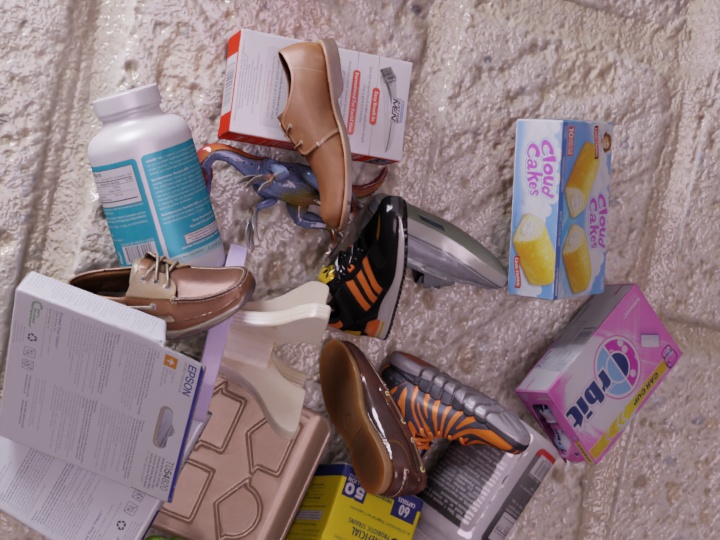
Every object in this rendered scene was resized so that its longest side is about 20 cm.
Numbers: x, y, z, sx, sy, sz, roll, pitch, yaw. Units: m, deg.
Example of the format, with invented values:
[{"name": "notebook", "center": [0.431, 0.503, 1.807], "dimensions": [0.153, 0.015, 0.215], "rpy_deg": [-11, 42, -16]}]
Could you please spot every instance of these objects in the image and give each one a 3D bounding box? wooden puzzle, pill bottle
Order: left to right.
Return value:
[{"name": "pill bottle", "center": [-0.215, -0.086, 1.333], "dimensions": [0.109, 0.111, 0.203], "rpy_deg": [-18, 102, -16]}, {"name": "wooden puzzle", "center": [-0.154, 0.211, 1.428], "dimensions": [0.198, 0.046, 0.187], "rpy_deg": [26, 87, -16]}, {"name": "pill bottle", "center": [0.131, 0.261, 1.495], "dimensions": [0.113, 0.114, 0.201], "rpy_deg": [37, 84, -19]}]

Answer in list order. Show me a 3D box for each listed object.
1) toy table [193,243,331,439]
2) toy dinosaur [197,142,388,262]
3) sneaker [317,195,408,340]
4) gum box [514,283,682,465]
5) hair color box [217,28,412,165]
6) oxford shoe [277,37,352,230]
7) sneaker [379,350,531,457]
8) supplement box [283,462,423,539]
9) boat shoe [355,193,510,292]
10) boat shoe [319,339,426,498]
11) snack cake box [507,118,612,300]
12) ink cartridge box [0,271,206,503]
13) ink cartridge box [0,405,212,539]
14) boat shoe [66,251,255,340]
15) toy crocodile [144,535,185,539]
[{"name": "toy table", "center": [-0.103, 0.075, 1.345], "dimensions": [0.115, 0.184, 0.203], "rpy_deg": [15, 65, -6]}, {"name": "toy dinosaur", "center": [-0.092, -0.089, 1.414], "dimensions": [0.181, 0.200, 0.105], "rpy_deg": [36, 124, 1]}, {"name": "sneaker", "center": [0.000, 0.000, 1.397], "dimensions": [0.089, 0.071, 0.202], "rpy_deg": [5, 137, -5]}, {"name": "gum box", "center": [0.281, 0.124, 1.532], "dimensions": [0.200, 0.066, 0.114], "rpy_deg": [-46, 109, -25]}, {"name": "hair color box", "center": [-0.049, -0.185, 1.401], "dimensions": [0.197, 0.064, 0.113], "rpy_deg": [8, 87, -19]}, {"name": "oxford shoe", "center": [-0.049, -0.137, 1.335], "dimensions": [0.070, 0.071, 0.203], "rpy_deg": [-7, 80, -15]}, {"name": "sneaker", "center": [0.094, 0.181, 1.451], "dimensions": [0.077, 0.199, 0.113], "rpy_deg": [17, 99, -54]}, {"name": "supplement box", "center": [-0.027, 0.328, 1.422], "dimensions": [0.108, 0.109, 0.202], "rpy_deg": [27, 70, -21]}, {"name": "boat shoe", "center": [0.081, -0.018, 1.476], "dimensions": [0.199, 0.070, 0.072], "rpy_deg": [26, 111, -25]}, {"name": "boat shoe", "center": [0.013, 0.163, 1.421], "dimensions": [0.070, 0.202, 0.071], "rpy_deg": [6, 137, -34]}, {"name": "snack cake box", "center": [0.232, -0.072, 1.492], "dimensions": [0.114, 0.067, 0.203], "rpy_deg": [-5, 100, -47]}, {"name": "ink cartridge box", "center": [-0.254, 0.118, 1.274], "dimensions": [0.198, 0.041, 0.201], "rpy_deg": [22, 125, 3]}, {"name": "ink cartridge box", "center": [-0.288, 0.188, 1.364], "dimensions": [0.198, 0.043, 0.198], "rpy_deg": [30, 86, 5]}, {"name": "boat shoe", "center": [-0.200, 0.022, 1.260], "dimensions": [0.197, 0.076, 0.073], "rpy_deg": [-11, 121, 14]}, {"name": "toy crocodile", "center": [-0.173, 0.347, 1.397], "dimensions": [0.062, 0.067, 0.201], "rpy_deg": [-54, 137, -26]}]
